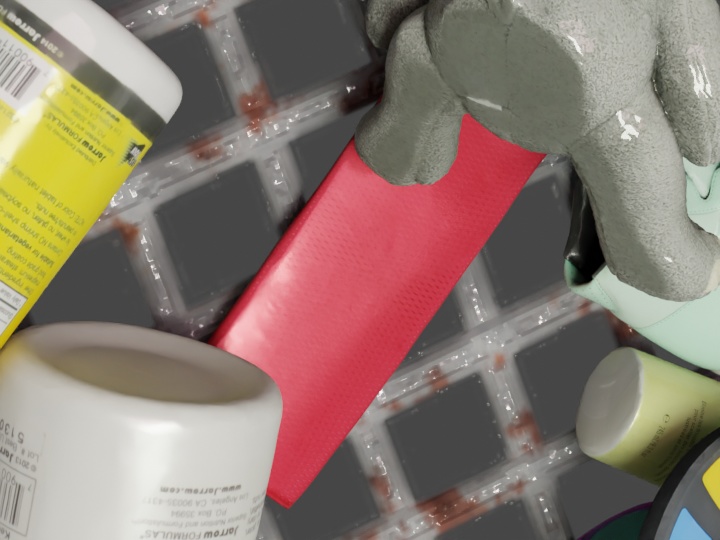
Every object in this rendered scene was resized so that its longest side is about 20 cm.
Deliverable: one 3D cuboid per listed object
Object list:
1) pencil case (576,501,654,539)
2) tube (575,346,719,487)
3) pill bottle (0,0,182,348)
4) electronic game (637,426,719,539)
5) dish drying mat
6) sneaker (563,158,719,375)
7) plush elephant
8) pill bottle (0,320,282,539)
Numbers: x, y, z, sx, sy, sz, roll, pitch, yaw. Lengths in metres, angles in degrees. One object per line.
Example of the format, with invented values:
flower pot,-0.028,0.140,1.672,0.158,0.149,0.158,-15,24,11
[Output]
pencil case,0.157,0.205,1.139,0.092,0.085,0.201,-20,109,21
tube,0.190,0.090,1.150,0.199,0.058,0.052,23,58,-25
pill bottle,-0.167,-0.023,0.978,0.112,0.112,0.200,38,87,-20
electronic game,0.182,0.160,1.082,0.199,0.042,0.201,8,78,-40
dish drying mat,0.000,0.000,1.088,0.077,0.018,0.200,36,87,-20
sneaker,0.161,-0.061,1.096,0.118,0.074,0.201,22,95,-28
plush elephant,0.091,-0.120,1.007,0.155,0.164,0.201,-50,146,-32
pill bottle,-0.104,0.130,1.022,0.114,0.114,0.201,8,104,-19
